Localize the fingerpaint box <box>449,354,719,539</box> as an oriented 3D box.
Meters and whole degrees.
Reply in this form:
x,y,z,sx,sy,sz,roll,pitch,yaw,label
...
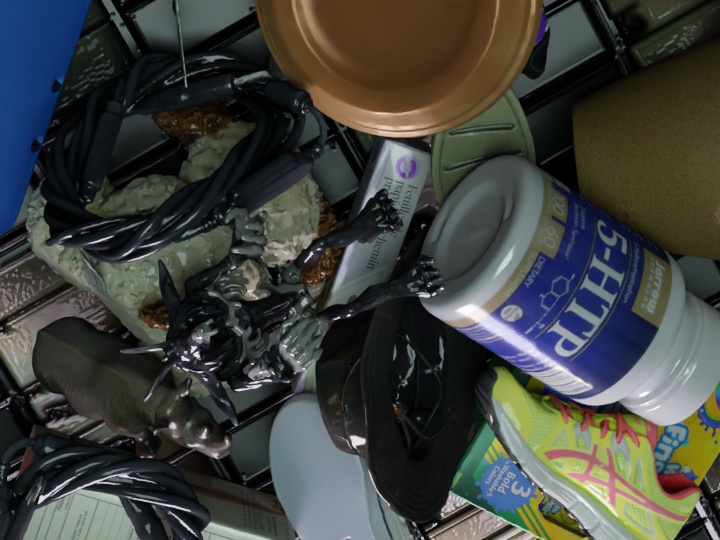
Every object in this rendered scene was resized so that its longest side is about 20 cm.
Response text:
x,y,z,sx,sy,sz,roll,pitch,yaw,label
0.175,0.101,1.805,0.166,0.073,0.201,28,102,-13,fingerpaint box

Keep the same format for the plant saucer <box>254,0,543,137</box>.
x,y,z,sx,sy,sz,roll,pitch,yaw,label
0.020,-0.183,1.628,0.199,0.037,0.202,5,105,18,plant saucer

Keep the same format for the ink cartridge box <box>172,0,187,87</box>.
x,y,z,sx,sy,sz,roll,pitch,yaw,label
-0.093,-0.237,1.637,0.075,0.148,0.202,-6,108,-5,ink cartridge box

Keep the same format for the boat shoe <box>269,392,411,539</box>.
x,y,z,sx,sy,sz,roll,pitch,yaw,label
0.000,0.171,1.806,0.074,0.086,0.203,-23,102,20,boat shoe

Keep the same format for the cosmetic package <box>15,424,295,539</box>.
x,y,z,sx,sy,sz,roll,pitch,yaw,label
-0.156,0.195,1.791,0.199,0.087,0.104,19,106,-12,cosmetic package

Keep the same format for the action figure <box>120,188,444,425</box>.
x,y,z,sx,sy,sz,roll,pitch,yaw,label
-0.055,0.016,1.587,0.199,0.102,0.119,-26,77,-13,action figure

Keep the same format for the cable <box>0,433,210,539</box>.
x,y,z,sx,sy,sz,roll,pitch,yaw,label
-0.191,0.205,1.714,0.162,0.051,0.201,7,115,-16,cable

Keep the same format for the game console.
x,y,z,sx,sy,sz,roll,pitch,yaw,label
-0.306,-0.141,1.711,0.170,0.118,0.201,26,104,19,game console

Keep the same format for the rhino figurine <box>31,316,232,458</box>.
x,y,z,sx,sy,sz,roll,pitch,yaw,label
-0.154,0.086,1.705,0.060,0.199,0.088,-52,133,-15,rhino figurine

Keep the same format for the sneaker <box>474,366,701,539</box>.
x,y,z,sx,sy,sz,roll,pitch,yaw,label
0.159,0.122,1.736,0.090,0.078,0.200,-44,116,7,sneaker

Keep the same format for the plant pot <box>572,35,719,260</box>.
x,y,z,sx,sy,sz,roll,pitch,yaw,label
0.249,-0.084,1.718,0.198,0.187,0.188,-6,108,10,plant pot

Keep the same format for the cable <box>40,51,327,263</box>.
x,y,z,sx,sy,sz,roll,pitch,yaw,label
-0.132,-0.080,1.646,0.199,0.163,0.051,-34,141,-18,cable

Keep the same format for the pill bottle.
x,y,z,sx,sy,sz,roll,pitch,yaw,label
0.147,0.020,1.674,0.199,0.120,0.120,30,102,-25,pill bottle

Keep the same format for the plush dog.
x,y,z,sx,sy,sz,roll,pitch,yaw,label
-0.104,-0.027,1.713,0.200,0.160,0.172,46,74,-16,plush dog

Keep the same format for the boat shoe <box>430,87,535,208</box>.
x,y,z,sx,sy,sz,roll,pitch,yaw,label
0.086,-0.059,1.727,0.074,0.069,0.201,-11,124,0,boat shoe

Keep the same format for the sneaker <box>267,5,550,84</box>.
x,y,z,sx,sy,sz,roll,pitch,yaw,label
0.039,-0.136,1.723,0.199,0.070,0.100,-16,122,5,sneaker

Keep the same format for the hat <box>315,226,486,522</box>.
x,y,z,sx,sy,sz,roll,pitch,yaw,label
0.016,0.070,1.724,0.080,0.200,0.202,1,110,28,hat

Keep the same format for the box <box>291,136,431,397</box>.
x,y,z,sx,sy,sz,roll,pitch,yaw,label
0.000,0.000,1.774,0.038,0.041,0.201,17,105,-11,box
